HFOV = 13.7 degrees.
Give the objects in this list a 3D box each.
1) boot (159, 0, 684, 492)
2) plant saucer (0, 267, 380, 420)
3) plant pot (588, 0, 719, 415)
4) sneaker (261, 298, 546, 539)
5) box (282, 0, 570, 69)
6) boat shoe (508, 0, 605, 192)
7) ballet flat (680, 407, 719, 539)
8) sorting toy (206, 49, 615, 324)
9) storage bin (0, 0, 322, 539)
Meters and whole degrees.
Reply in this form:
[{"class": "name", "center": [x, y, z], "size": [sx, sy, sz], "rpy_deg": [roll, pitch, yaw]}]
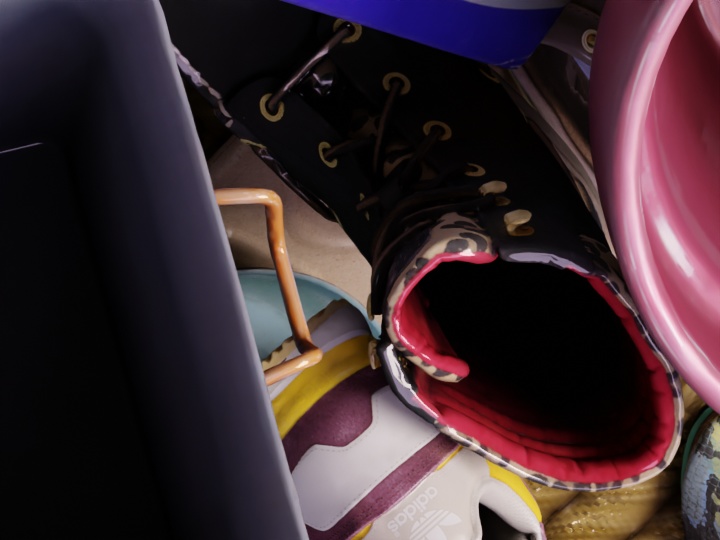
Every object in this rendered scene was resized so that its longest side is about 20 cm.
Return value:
[{"class": "boot", "center": [0.009, -0.029, 0.833], "size": [0.073, 0.151, 0.200], "rpy_deg": [-41, 117, 11]}, {"class": "plant saucer", "center": [-0.068, 0.085, 0.942], "size": [0.200, 0.027, 0.201], "rpy_deg": [-24, 130, -33]}, {"class": "plant pot", "center": [0.157, -0.065, 0.813], "size": [0.199, 0.179, 0.200], "rpy_deg": [-1, 116, -2]}, {"class": "sneaker", "center": [0.015, 0.077, 0.891], "size": [0.075, 0.090, 0.200], "rpy_deg": [-41, 161, 2]}, {"class": "box", "center": [0.012, -0.172, 0.758], "size": [0.184, 0.105, 0.200], "rpy_deg": [13, 124, -41]}, {"class": "boat shoe", "center": [0.107, -0.028, 0.959], "size": [0.060, 0.072, 0.200], "rpy_deg": [-56, 130, -27]}, {"class": "ballet flat", "center": [0.174, 0.127, 1.207], "size": [0.074, 0.074, 0.200], "rpy_deg": [-27, 141, -6]}, {"class": "sorting toy", "center": [0.000, 0.000, 0.989], "size": [0.200, 0.036, 0.185], "rpy_deg": [-49, 138, 13]}, {"class": "storage bin", "center": [-0.088, 0.026, 0.785], "size": [0.145, 0.200, 0.134], "rpy_deg": [-15, 171, -9]}]
